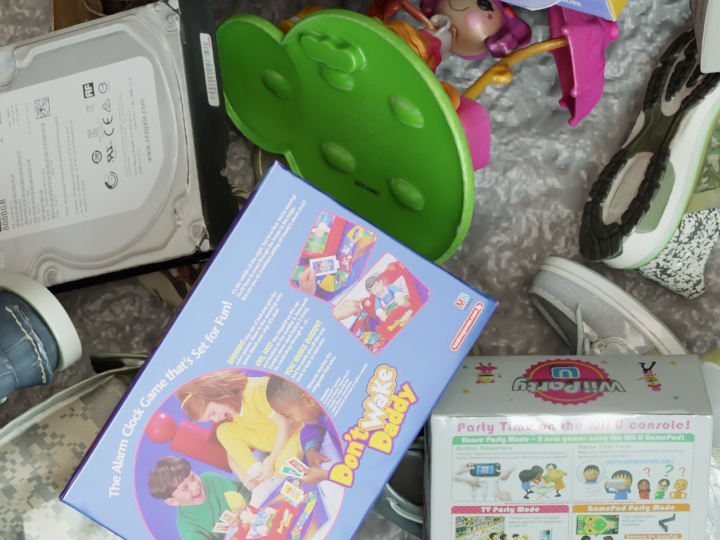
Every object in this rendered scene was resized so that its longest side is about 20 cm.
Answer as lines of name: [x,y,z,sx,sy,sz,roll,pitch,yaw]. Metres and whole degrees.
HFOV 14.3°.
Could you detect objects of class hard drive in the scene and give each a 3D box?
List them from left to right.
hard drive: [-0.160,-0.060,1.561,0.200,0.038,0.140,-11,83,34]

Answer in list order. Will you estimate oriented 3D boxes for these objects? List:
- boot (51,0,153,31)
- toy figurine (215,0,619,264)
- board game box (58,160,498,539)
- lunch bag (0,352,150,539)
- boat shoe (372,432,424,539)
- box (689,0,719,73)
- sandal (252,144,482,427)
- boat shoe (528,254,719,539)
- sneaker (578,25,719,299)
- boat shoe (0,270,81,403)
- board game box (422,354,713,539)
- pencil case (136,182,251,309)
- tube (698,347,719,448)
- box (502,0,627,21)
boot: [-0.142,-0.138,1.610,0.074,0.075,0.200,-13,84,-6]
toy figurine: [0.049,-0.114,1.593,0.200,0.150,0.184,28,44,37]
board game box: [-0.041,0.065,1.437,0.134,0.045,0.200,33,85,-4]
lunch bag: [-0.126,0.106,1.532,0.200,0.164,0.118,-32,87,-6]
boat shoe: [0.093,0.142,1.587,0.200,0.062,0.073,23,82,1]
box: [0.210,-0.212,1.593,0.068,0.082,0.200,-4,56,-1]
sandal: [-0.001,0.000,1.603,0.080,0.057,0.201,-30,83,-8]
boat shoe: [0.159,0.078,1.594,0.065,0.074,0.202,-40,92,-11]
sneaker: [0.203,-0.070,1.630,0.089,0.077,0.200,38,80,-28]
boat shoe: [-0.219,0.039,1.524,0.062,0.200,0.075,-34,114,-28]
board game box: [0.107,0.145,1.528,0.147,0.064,0.200,0,120,-1]
pencil case: [-0.046,0.003,1.553,0.200,0.090,0.078,30,41,30]
tube: [0.260,0.041,1.585,0.200,0.052,0.058,-20,123,-37]
box: [0.117,-0.215,1.543,0.119,0.041,0.200,19,67,29]
